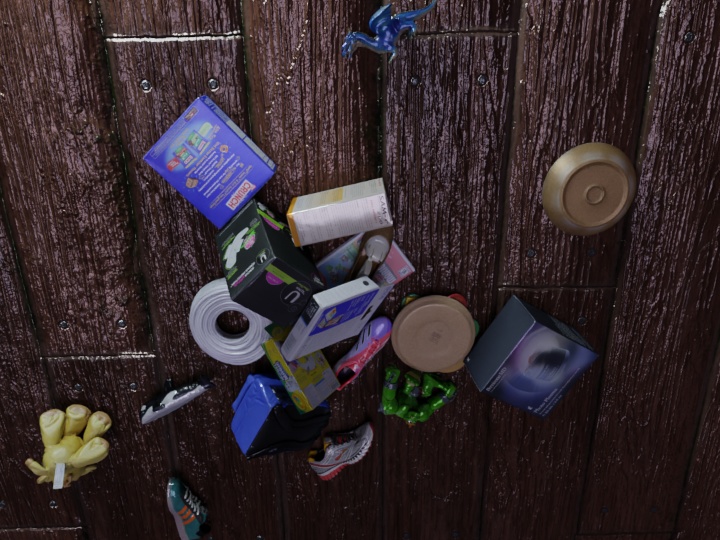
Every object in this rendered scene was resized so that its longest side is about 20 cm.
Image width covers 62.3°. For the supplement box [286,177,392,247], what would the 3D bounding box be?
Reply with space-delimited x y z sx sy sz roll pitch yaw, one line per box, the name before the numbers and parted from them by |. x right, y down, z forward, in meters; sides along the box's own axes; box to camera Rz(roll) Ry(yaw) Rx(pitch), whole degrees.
supplement box | -0.040 -0.119 1.203 0.198 0.126 0.074 -12 111 5

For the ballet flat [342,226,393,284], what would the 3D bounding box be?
ballet flat | 0.016 -0.017 1.254 0.067 0.072 0.201 26 109 -12

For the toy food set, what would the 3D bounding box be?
toy food set | 0.168 0.141 1.353 0.198 0.049 0.199 10 111 -5

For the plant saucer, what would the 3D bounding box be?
plant saucer | 0.483 -0.162 1.242 0.198 0.035 0.202 -1 112 -1

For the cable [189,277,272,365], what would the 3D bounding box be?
cable | -0.281 0.114 1.323 0.198 0.069 0.202 -4 112 1

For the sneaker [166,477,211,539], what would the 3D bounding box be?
sneaker | -0.436 0.605 1.524 0.079 0.072 0.201 -10 117 -2

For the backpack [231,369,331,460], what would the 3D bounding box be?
backpack | -0.175 0.316 1.360 0.199 0.168 0.163 14 119 -41

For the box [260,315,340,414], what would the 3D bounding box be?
box | -0.135 0.196 1.297 0.048 0.117 0.201 -27 91 36

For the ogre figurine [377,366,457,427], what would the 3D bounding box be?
ogre figurine | 0.125 0.294 1.390 0.199 0.098 0.120 9 115 -47

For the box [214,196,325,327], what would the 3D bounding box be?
box | -0.182 -0.017 1.180 0.124 0.201 0.148 -41 134 15

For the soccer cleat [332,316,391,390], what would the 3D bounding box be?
soccer cleat | 0.004 0.190 1.355 0.067 0.077 0.200 37 108 -16

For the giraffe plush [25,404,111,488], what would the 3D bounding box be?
giraffe plush | -0.691 0.441 1.417 0.171 0.201 0.162 19 140 -12

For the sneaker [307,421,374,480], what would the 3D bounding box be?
sneaker | -0.047 0.433 1.452 0.200 0.078 0.082 -40 106 14

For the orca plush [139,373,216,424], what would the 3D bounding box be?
orca plush | -0.439 0.282 1.389 0.199 0.105 0.071 -33 75 23

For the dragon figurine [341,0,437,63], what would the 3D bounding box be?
dragon figurine | 0.051 -0.456 1.103 0.099 0.059 0.200 40 107 -16

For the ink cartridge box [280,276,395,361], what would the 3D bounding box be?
ink cartridge box | -0.048 0.095 1.233 0.044 0.199 0.199 54 136 22

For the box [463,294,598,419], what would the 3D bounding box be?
box | 0.374 0.196 1.322 0.197 0.123 0.201 26 109 -21

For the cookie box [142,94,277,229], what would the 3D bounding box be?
cookie box | -0.295 -0.214 1.187 0.171 0.075 0.200 -41 107 14

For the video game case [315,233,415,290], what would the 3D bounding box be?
video game case | 0.000 0.000 1.310 0.199 0.017 0.143 -35 109 13
